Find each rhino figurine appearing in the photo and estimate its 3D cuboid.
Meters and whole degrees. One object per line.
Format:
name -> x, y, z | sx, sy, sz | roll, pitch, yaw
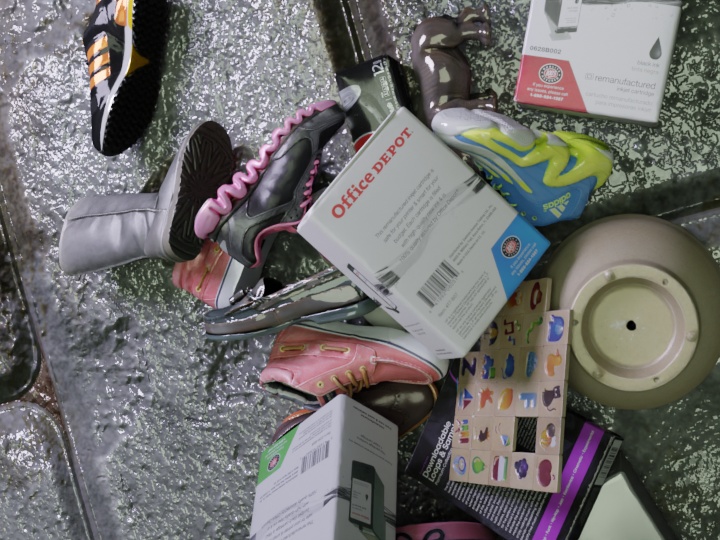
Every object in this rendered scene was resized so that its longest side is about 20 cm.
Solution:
rhino figurine -> 0.100, -0.173, 1.003 | 0.086, 0.060, 0.203 | -4, 95, 11

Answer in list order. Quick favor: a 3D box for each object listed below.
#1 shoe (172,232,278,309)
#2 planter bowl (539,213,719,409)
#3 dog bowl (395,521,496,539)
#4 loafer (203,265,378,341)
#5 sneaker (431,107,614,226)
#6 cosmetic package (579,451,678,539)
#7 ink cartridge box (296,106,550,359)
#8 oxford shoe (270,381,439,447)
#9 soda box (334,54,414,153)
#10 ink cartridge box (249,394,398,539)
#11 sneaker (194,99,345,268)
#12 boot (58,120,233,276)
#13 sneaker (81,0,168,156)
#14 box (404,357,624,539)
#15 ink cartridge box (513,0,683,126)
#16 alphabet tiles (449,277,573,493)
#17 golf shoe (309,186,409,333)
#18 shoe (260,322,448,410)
shoe -> -0.141, -0.056, 1.071 | 0.090, 0.071, 0.202 | 24, 95, 19
planter bowl -> 0.266, 0.048, 0.941 | 0.198, 0.135, 0.203 | 2, 96, 15
dog bowl -> 0.063, 0.317, 0.997 | 0.198, 0.200, 0.075 | -15, 63, 15
loafer -> -0.078, 0.026, 1.002 | 0.198, 0.072, 0.064 | -11, 106, 17
sneaker -> 0.157, -0.095, 0.960 | 0.198, 0.076, 0.106 | 11, 111, -14
cosmetic package -> 0.279, 0.304, 0.987 | 0.106, 0.090, 0.201 | -31, 84, 16
ink cartridge box -> 0.059, -0.034, 0.930 | 0.200, 0.084, 0.146 | 42, 77, -4
oxford shoe -> -0.007, 0.172, 1.056 | 0.198, 0.072, 0.072 | -24, 89, 16
soda box -> 0.034, -0.121, 1.019 | 0.063, 0.071, 0.202 | -16, 91, 15
ink cartridge box -> -0.039, 0.250, 0.948 | 0.084, 0.201, 0.146 | 33, 128, -25
sneaker -> -0.075, -0.085, 0.986 | 0.095, 0.079, 0.200 | 43, 89, 6
boot -> -0.248, -0.079, 1.090 | 0.199, 0.072, 0.184 | -5, 58, 43
sneaker -> -0.285, -0.236, 1.103 | 0.089, 0.070, 0.202 | 19, 100, 27
box -> 0.153, 0.191, 0.986 | 0.199, 0.036, 0.144 | 27, 94, 36
ink cartridge box -> 0.241, -0.254, 0.945 | 0.145, 0.083, 0.203 | 11, 98, 14
alphabet tiles -> 0.147, 0.111, 0.943 | 0.007, 0.167, 0.203 | 13, 77, -28
golf shoe -> 0.000, 0.000, 1.030 | 0.075, 0.091, 0.201 | -38, 86, 13
shoe -> -0.010, 0.109, 1.019 | 0.198, 0.072, 0.092 | 11, 60, 24
